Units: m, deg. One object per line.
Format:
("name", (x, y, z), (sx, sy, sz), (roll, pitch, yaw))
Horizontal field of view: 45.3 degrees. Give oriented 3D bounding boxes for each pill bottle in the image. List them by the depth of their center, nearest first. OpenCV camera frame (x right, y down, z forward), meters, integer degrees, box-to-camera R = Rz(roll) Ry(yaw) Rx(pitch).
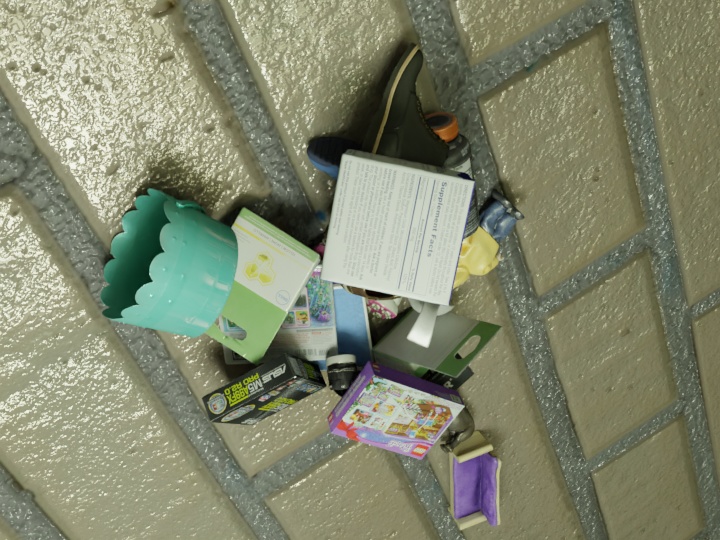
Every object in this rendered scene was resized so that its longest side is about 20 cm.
("pill bottle", (0.139, -0.157, 1.440), (0.104, 0.106, 0.203), (-20, 122, -13))

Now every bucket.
("bucket", (-0.281, -0.006, 1.275), (0.133, 0.207, 0.210), (22, 106, -34))

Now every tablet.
("tablet", (-0.048, 0.101, 1.501), (0.127, 0.014, 0.203), (-6, 130, 3))

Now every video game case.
("video game case", (-0.140, 0.072, 1.441), (0.195, 0.024, 0.185), (-3, 118, 2))

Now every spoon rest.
("spoon rest", (0.117, 0.060, 1.491), (0.098, 0.201, 0.061), (23, 113, -2))

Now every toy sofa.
("toy sofa", (0.235, 0.449, 1.803), (0.081, 0.098, 0.204), (-14, 121, -17))

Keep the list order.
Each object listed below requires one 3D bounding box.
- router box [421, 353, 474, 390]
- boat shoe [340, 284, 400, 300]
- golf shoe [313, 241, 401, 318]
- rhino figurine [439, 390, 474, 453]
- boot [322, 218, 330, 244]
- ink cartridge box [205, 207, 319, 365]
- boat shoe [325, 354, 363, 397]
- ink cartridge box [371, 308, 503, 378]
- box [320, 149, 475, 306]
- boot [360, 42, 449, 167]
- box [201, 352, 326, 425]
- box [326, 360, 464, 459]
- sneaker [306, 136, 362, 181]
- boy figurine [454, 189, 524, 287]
("router box", (0.092, 0.202, 1.578), (0.199, 0.149, 0.051), (-41, 124, 1))
("boat shoe", (0.063, 0.018, 1.402), (0.199, 0.074, 0.076), (-8, 114, -35))
("golf shoe", (0.000, 0.000, 1.491), (0.199, 0.075, 0.093), (40, 69, -30))
("rhino figurine", (0.167, 0.274, 1.703), (0.087, 0.059, 0.202), (-41, 124, -17))
("boot", (0.022, -0.034, 1.440), (0.201, 0.070, 0.147), (50, 59, -18))
("ink cartridge box", (-0.173, 0.027, 1.358), (0.144, 0.048, 0.202), (31, 87, 1))
("boat shoe", (-0.022, 0.196, 1.517), (0.072, 0.062, 0.200), (-6, 162, 2))
("ink cartridge box", (0.136, 0.133, 1.508), (0.145, 0.198, 0.049), (-41, 128, -31))
("box", (0.054, -0.067, 1.273), (0.196, 0.105, 0.188), (12, 101, 1))
("boot", (0.093, -0.236, 1.345), (0.136, 0.077, 0.204), (22, 86, 1))
("box", (-0.155, 0.203, 1.443), (0.158, 0.045, 0.200), (-28, 164, 5))
("box", (0.060, 0.239, 1.456), (0.197, 0.039, 0.138), (22, 116, -29))
("sneaker", (0.002, -0.148, 1.383), (0.196, 0.075, 0.083), (21, 138, -5))
("boy figurine", (0.211, -0.042, 1.558), (0.124, 0.065, 0.201), (33, 100, -34))
